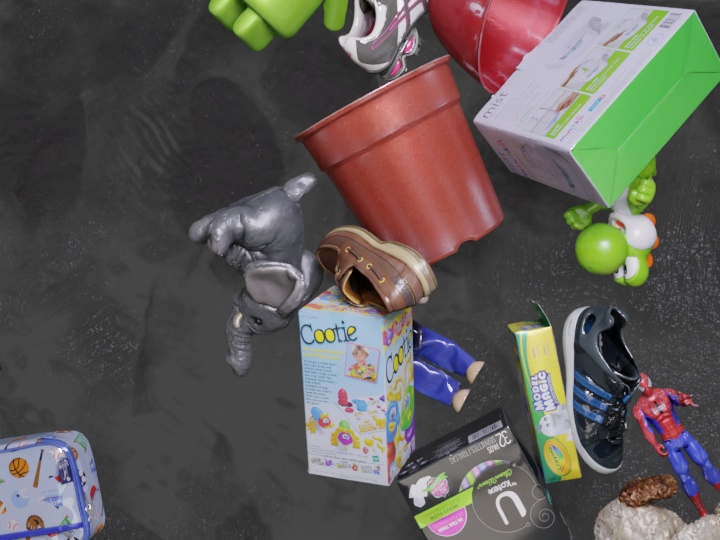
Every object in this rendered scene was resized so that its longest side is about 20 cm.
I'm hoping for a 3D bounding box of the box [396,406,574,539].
[{"bbox_3d":[0.154,0.289,1.071,0.148,0.124,0.200,-28,89,6],"label":"box"}]

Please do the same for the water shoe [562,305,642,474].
[{"bbox_3d":[0.286,0.141,1.066,0.071,0.079,0.201,-10,90,-34],"label":"water shoe"}]

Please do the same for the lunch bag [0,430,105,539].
[{"bbox_3d":[-0.427,0.293,1.159,0.199,0.076,0.161,-9,93,7],"label":"lunch bag"}]

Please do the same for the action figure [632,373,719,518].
[{"bbox_3d":[0.380,0.210,1.062,0.065,0.099,0.200,-31,86,5],"label":"action figure"}]

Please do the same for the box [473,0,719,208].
[{"bbox_3d":[0.255,-0.191,0.997,0.200,0.176,0.097,-48,123,-6],"label":"box"}]

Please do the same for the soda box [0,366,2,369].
[{"bbox_3d":[-0.540,0.052,1.169,0.071,0.063,0.200,-22,88,7],"label":"soda box"}]

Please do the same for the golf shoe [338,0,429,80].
[{"bbox_3d":[0.047,-0.328,1.075,0.077,0.088,0.200,25,93,48],"label":"golf shoe"}]

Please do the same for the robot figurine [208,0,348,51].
[{"bbox_3d":[-0.089,-0.360,1.084,0.175,0.116,0.200,42,95,15],"label":"robot figurine"}]

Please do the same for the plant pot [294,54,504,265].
[{"bbox_3d":[0.058,-0.112,1.046,0.200,0.201,0.196,-28,96,6],"label":"plant pot"}]

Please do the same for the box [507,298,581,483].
[{"bbox_3d":[0.211,0.135,1.065,0.048,0.117,0.201,-10,90,5],"label":"box"}]

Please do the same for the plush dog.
[{"bbox_3d":[0.343,0.328,1.029,0.172,0.160,0.200,32,121,26],"label":"plush dog"}]

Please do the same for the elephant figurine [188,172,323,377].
[{"bbox_3d":[-0.109,0.010,1.105,0.141,0.155,0.200,-31,101,-36],"label":"elephant figurine"}]

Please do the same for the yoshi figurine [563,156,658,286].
[{"bbox_3d":[0.292,-0.079,1.060,0.112,0.112,0.201,-4,93,14],"label":"yoshi figurine"}]

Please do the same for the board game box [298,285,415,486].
[{"bbox_3d":[0.000,0.130,1.060,0.105,0.103,0.201,4,108,21],"label":"board game box"}]

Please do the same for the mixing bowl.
[{"bbox_3d":[0.147,-0.314,1.037,0.108,0.200,0.201,29,95,25],"label":"mixing bowl"}]

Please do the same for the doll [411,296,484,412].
[{"bbox_3d":[0.051,0.088,1.114,0.200,0.048,0.137,27,103,11],"label":"doll"}]

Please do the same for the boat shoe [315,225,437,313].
[{"bbox_3d":[0.000,0.000,1.010,0.068,0.200,0.072,-38,119,-20],"label":"boat shoe"}]
